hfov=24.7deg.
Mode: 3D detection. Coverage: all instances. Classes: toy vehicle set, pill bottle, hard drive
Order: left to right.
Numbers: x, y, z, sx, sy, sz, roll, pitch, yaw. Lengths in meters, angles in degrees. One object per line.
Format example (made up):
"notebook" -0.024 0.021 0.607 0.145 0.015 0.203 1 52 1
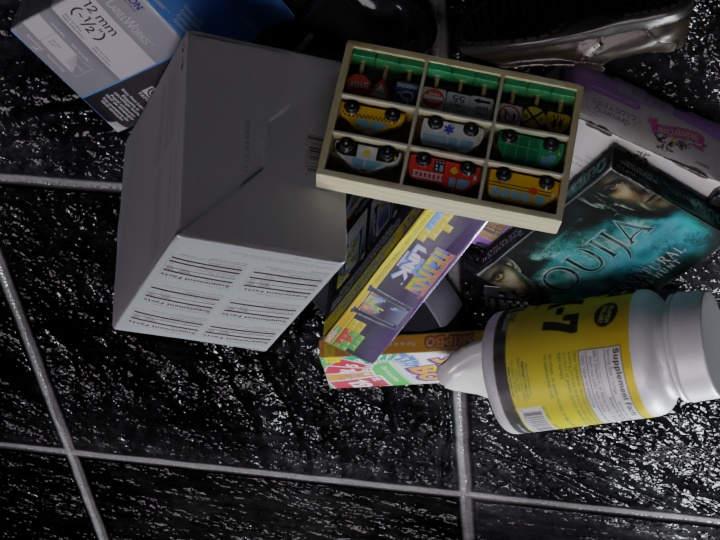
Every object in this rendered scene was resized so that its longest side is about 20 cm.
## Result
"hard drive" 0.000 0.000 1.643 0.134 0.043 0.200 -15 133 30
"toy vehicle set" 0.073 -0.109 1.328 0.199 0.125 0.027 11 158 2
"pill bottle" 0.218 0.078 1.463 0.199 0.115 0.114 -10 136 24

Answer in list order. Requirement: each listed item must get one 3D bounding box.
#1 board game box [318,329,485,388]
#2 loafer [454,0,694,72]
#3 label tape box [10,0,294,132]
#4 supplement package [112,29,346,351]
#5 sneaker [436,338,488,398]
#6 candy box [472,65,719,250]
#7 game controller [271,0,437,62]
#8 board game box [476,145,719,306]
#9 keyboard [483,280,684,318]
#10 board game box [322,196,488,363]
"board game box" 0.061 0.092 1.710 0.199 0.030 0.096 -6 156 3
"loafer" 0.175 -0.188 1.341 0.199 0.073 0.072 -4 137 20
"label tape box" -0.179 -0.214 1.417 0.199 0.066 0.143 -17 133 34
"supplement package" -0.112 -0.061 1.402 0.146 0.192 0.200 10 153 -20
"sneaker" 0.176 0.116 1.649 0.199 0.089 0.075 0 151 -19
"candy box" 0.202 -0.079 1.469 0.167 0.072 0.200 23 141 -12
"game controller" -0.020 -0.183 1.439 0.104 0.042 0.200 40 136 -9
"board game box" 0.212 -0.021 1.455 0.135 0.028 0.200 27 140 -19
"keyboard" 0.221 0.025 1.626 0.199 0.021 0.127 5 144 9
"board game box" 0.043 -0.043 1.451 0.056 0.166 0.200 26 127 -17
